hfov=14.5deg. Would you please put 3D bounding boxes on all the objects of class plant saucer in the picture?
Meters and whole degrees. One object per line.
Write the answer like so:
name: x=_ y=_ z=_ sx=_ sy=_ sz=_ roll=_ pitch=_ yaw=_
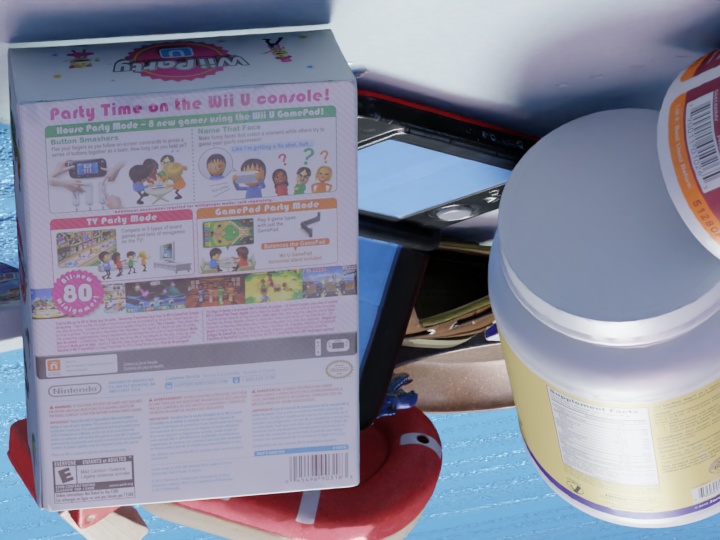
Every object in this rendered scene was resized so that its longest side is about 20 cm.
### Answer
plant saucer: x=0.093 y=0.053 z=1.817 sx=0.199 sy=0.037 sz=0.200 roll=-7 pitch=165 yaw=-2

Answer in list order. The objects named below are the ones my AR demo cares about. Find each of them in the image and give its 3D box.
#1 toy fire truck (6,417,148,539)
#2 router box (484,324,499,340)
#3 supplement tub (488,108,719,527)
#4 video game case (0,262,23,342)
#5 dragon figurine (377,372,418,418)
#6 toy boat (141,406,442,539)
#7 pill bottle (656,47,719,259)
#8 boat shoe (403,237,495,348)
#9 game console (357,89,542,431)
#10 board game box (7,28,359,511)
toy fire truck: x=-0.155 y=0.134 z=1.643 sx=0.199 sy=0.049 sz=0.141 roll=-18 pitch=140 yaw=-26
router box: x=0.196 y=-0.004 z=1.622 sx=0.179 sy=0.049 sz=0.200 roll=3 pitch=162 yaw=-34
supplement tub: x=0.141 y=0.026 z=1.427 sx=0.145 sy=0.146 sz=0.200 roll=-8 pitch=146 yaw=6
video game case: x=-0.238 y=0.014 z=1.346 sx=0.143 sy=0.018 sz=0.200 roll=-12 pitch=-164 yaw=-29
dragon figurine: x=-0.059 y=0.045 z=1.596 sx=0.199 sy=0.100 sz=0.059 roll=1 pitch=163 yaw=-26
toy boat: x=-0.044 y=0.091 z=1.731 sx=0.199 sy=0.131 sz=0.131 roll=16 pitch=127 yaw=-5
pill bottle: x=0.234 y=-0.075 z=1.256 sx=0.109 sy=0.110 sz=0.200 roll=4 pitch=162 yaw=-36
boat shoe: x=0.002 y=0.008 z=1.561 sx=0.199 sy=0.072 sz=0.068 roll=-7 pitch=165 yaw=-38
game console: x=0.000 y=0.000 z=1.417 sx=0.172 sy=0.119 sz=0.200 roll=-18 pitch=162 yaw=37
board game box: x=-0.077 y=0.001 z=1.248 sx=0.147 sy=0.201 sz=0.064 roll=-4 pitch=-153 yaw=-9
